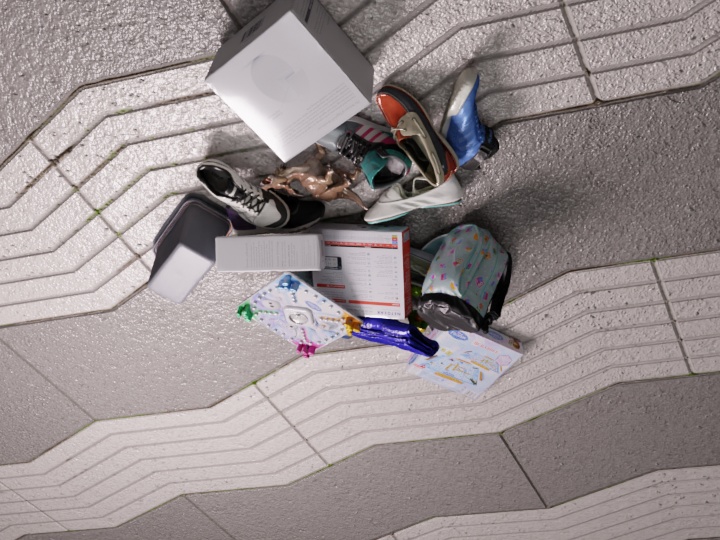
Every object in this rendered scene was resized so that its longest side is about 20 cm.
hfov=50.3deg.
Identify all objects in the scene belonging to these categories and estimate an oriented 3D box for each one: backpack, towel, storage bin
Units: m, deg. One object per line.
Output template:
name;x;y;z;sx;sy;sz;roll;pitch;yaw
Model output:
backpack;0.205;0.013;1.483;0.166;0.201;0.126;4;149;51
towel;0.050;0.135;1.601;0.199;0.050;0.148;11;165;36
storage bin;-0.346;-0.029;1.568;0.145;0.135;0.200;30;129;-21

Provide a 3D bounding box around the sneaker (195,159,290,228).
sneaker;-0.228;-0.138;1.446;0.199;0.088;0.076;30;98;1

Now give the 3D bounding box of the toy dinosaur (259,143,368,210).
toy dinosaur;-0.081;-0.167;1.455;0.199;0.086;0.135;31;128;-27

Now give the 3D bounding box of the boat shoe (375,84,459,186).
boat shoe;0.091;-0.237;1.341;0.200;0.063;0.071;51;148;-2

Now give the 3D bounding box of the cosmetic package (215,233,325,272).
cosmetic package;-0.172;-0.033;1.480;0.198;0.102;0.075;-3;91;4

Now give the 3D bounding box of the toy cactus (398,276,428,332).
toy cactus;0.082;0.065;1.651;0.164;0.103;0.200;31;159;8

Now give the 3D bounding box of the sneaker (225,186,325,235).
sneaker;-0.171;-0.124;1.509;0.198;0.076;0.088;-7;126;11

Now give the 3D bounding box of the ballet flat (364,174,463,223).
ballet flat;0.098;-0.145;1.479;0.198;0.070;0.070;-13;131;10

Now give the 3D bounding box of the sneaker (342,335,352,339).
sneaker;-0.074;0.083;1.665;0.199;0.075;0.089;19;107;-48

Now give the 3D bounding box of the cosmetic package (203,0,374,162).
cosmetic package;-0.114;-0.327;1.281;0.198;0.124;0.200;-29;123;27

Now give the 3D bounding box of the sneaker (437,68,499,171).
sneaker;0.201;-0.258;1.346;0.110;0.077;0.201;17;136;-2

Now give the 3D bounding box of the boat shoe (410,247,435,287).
boat shoe;0.071;-0.018;1.570;0.198;0.062;0.072;14;132;10

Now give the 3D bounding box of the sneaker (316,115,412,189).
sneaker;0.006;-0.205;1.371;0.198;0.121;0.084;10;133;-14

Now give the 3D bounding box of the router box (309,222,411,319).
router box;0.000;0.000;1.541;0.198;0.049;0.181;4;107;21

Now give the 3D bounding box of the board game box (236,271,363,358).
board game box;-0.128;0.098;1.561;0.199;0.026;0.199;34;139;-23

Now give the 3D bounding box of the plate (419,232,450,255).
plate;0.212;-0.010;1.611;0.198;0.026;0.201;2;132;2

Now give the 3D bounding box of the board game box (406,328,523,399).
board game box;0.241;0.202;1.790;0.199;0.041;0.200;24;130;-16

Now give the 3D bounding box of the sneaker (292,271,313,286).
sneaker;-0.118;0.008;1.629;0.081;0.074;0.200;15;143;-11
